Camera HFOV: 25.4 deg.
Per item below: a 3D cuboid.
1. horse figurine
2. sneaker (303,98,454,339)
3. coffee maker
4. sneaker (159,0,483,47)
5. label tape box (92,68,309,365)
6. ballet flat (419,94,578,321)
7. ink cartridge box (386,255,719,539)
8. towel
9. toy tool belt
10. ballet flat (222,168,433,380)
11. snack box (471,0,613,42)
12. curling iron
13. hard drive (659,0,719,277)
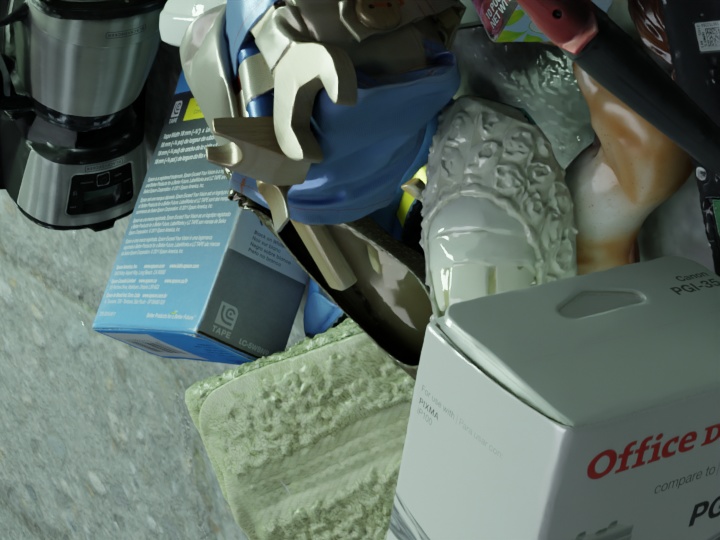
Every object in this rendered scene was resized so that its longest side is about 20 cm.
[{"bbox_3d":[0.100,-0.053,0.715,0.132,0.050,0.200,40,134,14],"label":"horse figurine"},{"bbox_3d":[0.008,-0.030,0.866,0.079,0.066,0.200,56,145,21],"label":"sneaker"},{"bbox_3d":[-0.191,-0.157,1.047,0.200,0.134,0.193,110,158,-47],"label":"coffee maker"},{"bbox_3d":[-0.012,-0.153,0.779,0.199,0.073,0.085,-3,101,26],"label":"sneaker"},{"bbox_3d":[-0.076,-0.047,0.954,0.144,0.063,0.201,0,69,57],"label":"label tape box"},{"bbox_3d":[0.060,0.025,0.707,0.072,0.072,0.201,21,125,49],"label":"ballet flat"},{"bbox_3d":[0.087,0.109,0.639,0.083,0.146,0.201,39,129,43],"label":"ink cartridge box"},{"bbox_3d":[0.011,0.095,0.860,0.199,0.036,0.149,-25,97,21],"label":"towel"},{"bbox_3d":[-0.007,-0.078,0.656,0.200,0.124,0.123,115,141,-65],"label":"toy tool belt"},{"bbox_3d":[0.000,0.000,0.793,0.200,0.046,0.067,47,129,15],"label":"ballet flat"},{"bbox_3d":[0.061,-0.211,0.635,0.142,0.053,0.201,-59,46,49],"label":"snack box"},{"bbox_3d":[0.082,-0.097,0.587,0.049,0.026,0.200,-22,121,44],"label":"curling iron"},{"bbox_3d":[0.178,-0.083,0.599,0.140,0.038,0.201,4,112,55],"label":"hard drive"}]
